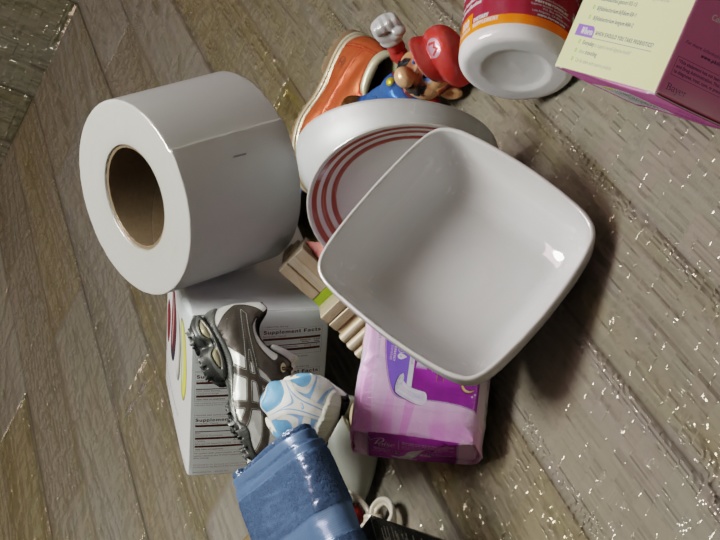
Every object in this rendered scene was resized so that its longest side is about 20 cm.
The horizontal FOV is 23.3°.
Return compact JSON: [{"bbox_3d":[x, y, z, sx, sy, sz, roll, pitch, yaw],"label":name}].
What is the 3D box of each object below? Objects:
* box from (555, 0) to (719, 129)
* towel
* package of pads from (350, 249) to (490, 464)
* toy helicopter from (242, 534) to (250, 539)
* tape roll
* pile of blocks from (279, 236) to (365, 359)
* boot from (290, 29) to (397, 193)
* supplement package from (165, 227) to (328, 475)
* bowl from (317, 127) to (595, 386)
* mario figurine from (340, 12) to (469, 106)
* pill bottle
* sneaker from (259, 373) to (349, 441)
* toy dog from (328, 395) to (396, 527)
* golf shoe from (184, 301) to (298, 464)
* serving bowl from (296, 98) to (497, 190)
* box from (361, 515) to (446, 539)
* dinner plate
[{"bbox_3d":[0.275,-0.231,1.442,0.200,0.097,0.176,-68,24,4],"label":"box"},{"bbox_3d":[-0.035,0.237,1.465,0.112,0.048,0.200,-40,64,39],"label":"towel"},{"bbox_3d":[0.062,0.075,1.601,0.076,0.120,0.200,88,-170,-64],"label":"package of pads"},{"bbox_3d":[-0.091,0.325,1.697,0.079,0.132,0.200,-57,-21,-43],"label":"toy helicopter"},{"bbox_3d":[-0.173,-0.090,1.769,0.203,0.139,0.203,25,124,44],"label":"tape roll"},{"bbox_3d":[0.004,0.036,1.749,0.062,0.200,0.082,-43,-9,17],"label":"pile of blocks"},{"bbox_3d":[-0.016,-0.176,2.036,0.107,0.075,0.200,31,104,54],"label":"boot"},{"bbox_3d":[-0.127,0.081,1.880,0.191,0.147,0.200,-114,25,-58],"label":"supplement package"},{"bbox_3d":[0.089,-0.005,1.544,0.200,0.075,0.200,36,77,24],"label":"bowl"},{"bbox_3d":[0.040,-0.194,1.877,0.200,0.123,0.106,-43,22,51],"label":"mario figurine"},{"bbox_3d":[0.159,-0.276,1.699,0.113,0.113,0.200,-34,41,51],"label":"pill bottle"},{"bbox_3d":[-0.054,0.128,1.597,0.072,0.072,0.200,-62,-5,-9],"label":"sneaker"},{"bbox_3d":[-0.031,0.199,1.724,0.132,0.096,0.200,-48,30,46],"label":"toy dog"},{"bbox_3d":[-0.094,0.123,1.712,0.078,0.094,0.200,141,105,-81],"label":"golf shoe"},{"bbox_3d":[0.035,-0.090,1.705,0.200,0.200,0.066,-36,45,51],"label":"serving bowl"},{"bbox_3d":[0.020,0.344,1.515,0.164,0.086,0.200,-56,27,24],"label":"box"},{"bbox_3d":[0.049,-0.066,1.648,0.200,0.200,0.024,-50,24,35],"label":"dinner plate"}]
